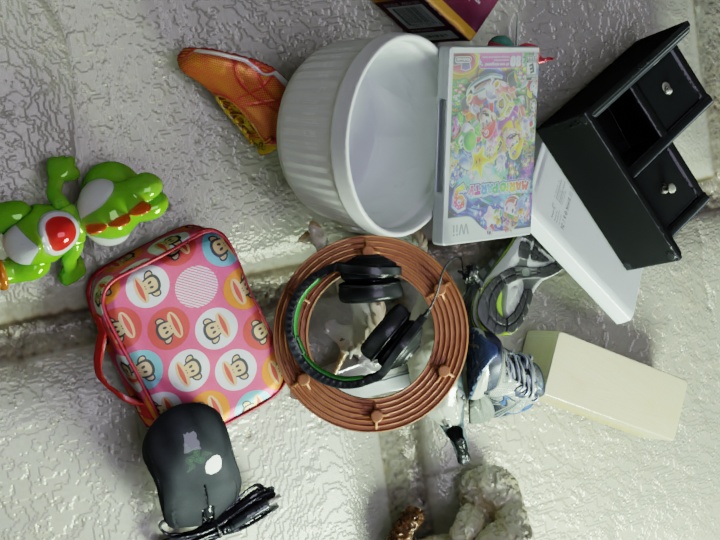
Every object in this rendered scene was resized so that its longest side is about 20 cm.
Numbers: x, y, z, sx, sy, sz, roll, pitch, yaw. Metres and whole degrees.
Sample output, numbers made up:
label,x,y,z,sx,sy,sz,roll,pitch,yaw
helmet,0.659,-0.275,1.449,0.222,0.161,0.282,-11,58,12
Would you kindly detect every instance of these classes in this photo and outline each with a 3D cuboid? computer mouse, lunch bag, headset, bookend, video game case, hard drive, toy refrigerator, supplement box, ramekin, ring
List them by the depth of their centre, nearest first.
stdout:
label,x,y,z,sx,sy,sz,roll,pitch,yaw
headset,0.024,0.038,1.515,0.200,0.094,0.124,-23,90,9
computer mouse,-0.154,0.214,1.530,0.138,0.053,0.200,-25,134,-12
lunch bag,-0.183,0.071,1.535,0.176,0.082,0.200,-29,108,-21
ramekin,0.005,-0.139,1.535,0.200,0.105,0.201,-16,111,-51
ring,0.012,0.064,1.545,0.200,0.019,0.201,0,89,-6
video game case,0.131,-0.131,1.587,0.143,0.018,0.201,-8,104,-44
supplement box,0.114,-0.345,1.625,0.086,0.110,0.200,39,78,-26
bookend,0.336,-0.140,1.741,0.199,0.092,0.200,-40,103,-28
hard drive,0.251,-0.050,1.742,0.200,0.027,0.132,44,43,-24
toy refrigerator,0.279,0.135,1.790,0.200,0.070,0.076,20,79,-28

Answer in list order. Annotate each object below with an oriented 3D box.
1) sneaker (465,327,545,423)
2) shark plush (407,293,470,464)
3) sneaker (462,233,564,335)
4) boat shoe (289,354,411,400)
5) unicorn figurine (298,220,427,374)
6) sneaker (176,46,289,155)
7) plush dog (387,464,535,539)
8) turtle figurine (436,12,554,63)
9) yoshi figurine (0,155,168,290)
label,x,y,z,sx,sy,sz,roll,pitch,yaw
sneaker,0.156,0.110,1.653,0.085,0.200,0.077,-3,71,4
shark plush,0.099,0.114,1.635,0.200,0.091,0.083,64,27,-15
sneaker,0.165,0.002,1.715,0.074,0.081,0.200,54,53,-14
boat shoe,0.012,0.098,1.646,0.200,0.072,0.066,-8,95,-27
unicorn figurine,0.000,0.000,1.597,0.200,0.074,0.137,-40,84,-24
sneaker,-0.102,-0.164,1.555,0.200,0.073,0.077,29,79,-27
plush dog,0.115,0.338,1.698,0.171,0.160,0.201,-15,102,2
turtle figurine,0.136,-0.183,1.667,0.149,0.101,0.201,1,101,-27
yoshi figurine,-0.286,-0.050,1.478,0.200,0.112,0.112,-19,64,-10
